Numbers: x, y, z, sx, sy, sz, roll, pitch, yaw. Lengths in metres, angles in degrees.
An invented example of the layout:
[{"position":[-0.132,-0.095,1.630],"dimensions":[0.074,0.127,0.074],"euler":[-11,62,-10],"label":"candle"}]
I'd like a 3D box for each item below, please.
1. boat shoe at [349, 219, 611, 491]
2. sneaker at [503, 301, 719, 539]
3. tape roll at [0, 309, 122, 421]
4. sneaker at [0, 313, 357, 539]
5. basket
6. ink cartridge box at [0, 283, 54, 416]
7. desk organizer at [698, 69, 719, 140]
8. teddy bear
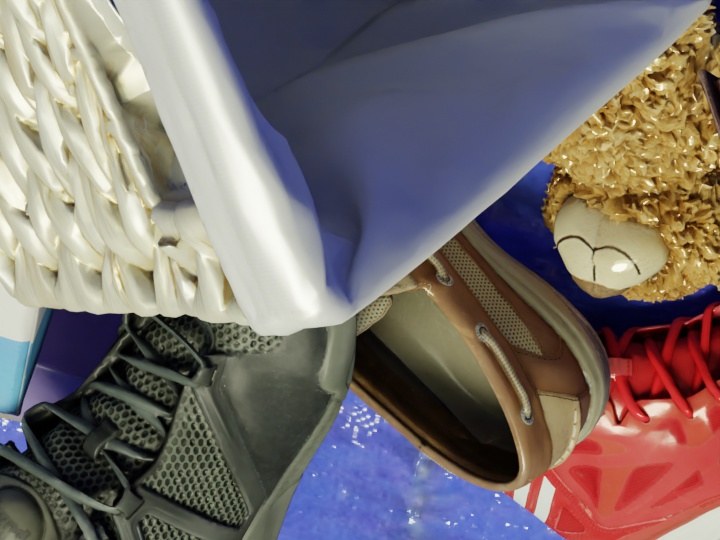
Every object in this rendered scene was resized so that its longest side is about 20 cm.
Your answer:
[{"position":[0.000,0.000,0.716],"dimensions":[0.200,0.072,0.076],"euler":[38,127,2],"label":"boat shoe"},{"position":[0.112,0.044,0.756],"dimensions":[0.115,0.078,0.200],"euler":[26,132,-15],"label":"sneaker"},{"position":[-0.130,0.074,0.831],"dimensions":[0.199,0.085,0.200],"euler":[5,134,6],"label":"tape roll"},{"position":[-0.070,0.051,0.673],"dimensions":[0.076,0.114,0.200],"euler":[42,128,28],"label":"sneaker"},{"position":[-0.018,-0.084,0.545],"dimensions":[0.123,0.200,0.136],"euler":[-5,115,43],"label":"basket"},{"position":[-0.143,-0.076,0.662],"dimensions":[0.128,0.125,0.200],"euler":[17,133,-4],"label":"ink cartridge box"},{"position":[0.201,-0.020,0.634],"dimensions":[0.200,0.072,0.077],"euler":[22,135,-41],"label":"desk organizer"},{"position":[0.078,-0.064,0.668],"dimensions":[0.145,0.067,0.200],"euler":[9,133,7],"label":"teddy bear"}]
